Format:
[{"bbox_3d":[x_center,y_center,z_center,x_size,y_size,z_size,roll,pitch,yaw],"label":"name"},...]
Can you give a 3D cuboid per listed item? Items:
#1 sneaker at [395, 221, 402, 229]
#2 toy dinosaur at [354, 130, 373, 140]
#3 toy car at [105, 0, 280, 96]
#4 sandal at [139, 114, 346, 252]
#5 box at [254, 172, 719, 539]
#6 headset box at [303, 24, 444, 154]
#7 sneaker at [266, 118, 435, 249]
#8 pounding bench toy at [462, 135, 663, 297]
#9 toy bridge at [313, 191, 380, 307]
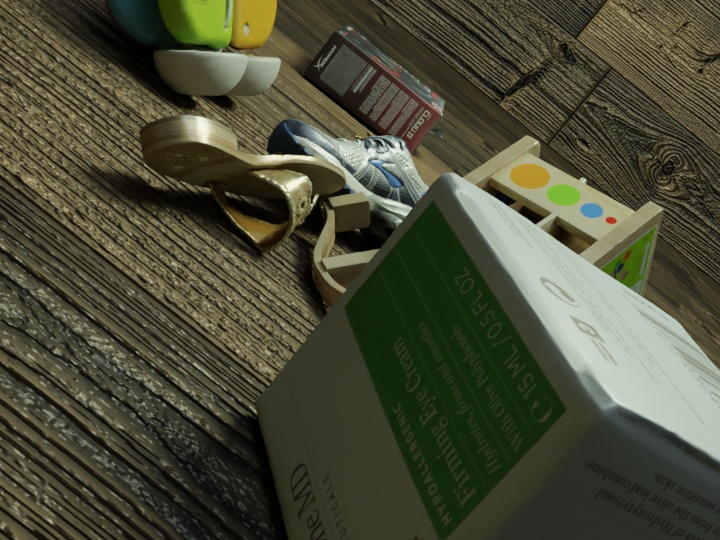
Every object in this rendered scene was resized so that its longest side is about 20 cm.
[{"bbox_3d":[0.090,0.038,0.838,0.200,0.070,0.093,56,-13,-8],"label":"sneaker"},{"bbox_3d":[0.015,-0.070,1.041,0.200,0.060,0.106,19,50,-37],"label":"toy dinosaur"},{"bbox_3d":[-0.159,-0.253,0.987,0.150,0.176,0.200,7,11,14],"label":"toy car"},{"bbox_3d":[-0.078,-0.048,0.768,0.212,0.077,0.070,16,61,-59],"label":"sandal"},{"bbox_3d":[0.086,0.099,0.515,0.200,0.171,0.199,29,19,-29],"label":"box"},{"bbox_3d":[0.031,-0.242,1.454,0.200,0.075,0.149,38,16,-5],"label":"headset box"},{"bbox_3d":[-0.001,-0.085,0.929,0.077,0.085,0.200,-3,-27,44],"label":"sneaker"},{"bbox_3d":[0.143,0.014,0.920,0.124,0.200,0.156,-34,52,-30],"label":"pounding bench toy"},{"bbox_3d":[0.000,0.000,0.790,0.067,0.027,0.200,-11,34,-15],"label":"toy bridge"}]
